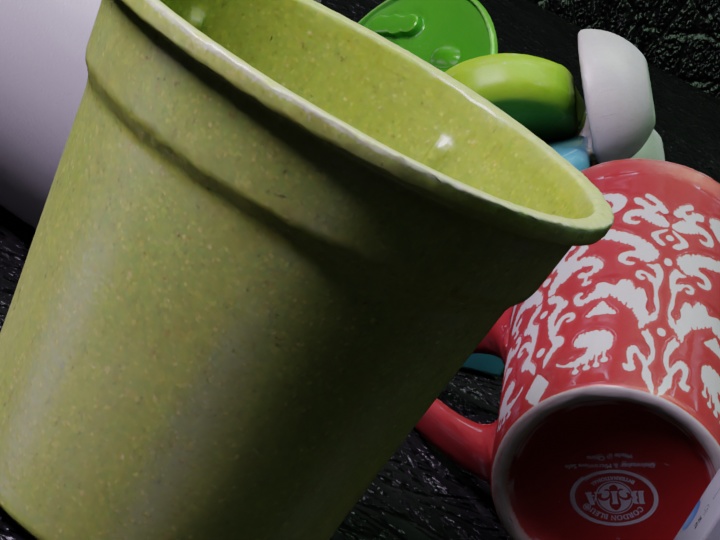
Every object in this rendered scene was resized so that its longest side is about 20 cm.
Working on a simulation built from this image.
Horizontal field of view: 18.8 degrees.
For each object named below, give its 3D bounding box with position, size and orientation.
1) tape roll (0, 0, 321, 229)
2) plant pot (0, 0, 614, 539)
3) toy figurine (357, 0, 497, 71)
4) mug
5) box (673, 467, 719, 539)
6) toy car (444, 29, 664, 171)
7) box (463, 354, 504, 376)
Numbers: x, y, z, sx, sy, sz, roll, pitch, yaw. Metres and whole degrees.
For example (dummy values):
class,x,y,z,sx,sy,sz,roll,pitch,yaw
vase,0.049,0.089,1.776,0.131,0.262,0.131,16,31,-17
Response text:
class,x,y,z,sx,sy,sz,roll,pitch,yaw
tape roll,-0.123,-0.121,1.025,0.139,0.203,0.203,33,14,12
plant pot,-0.041,0.011,0.761,0.199,0.185,0.200,27,13,-7
toy figurine,0.061,-0.092,1.536,0.199,0.151,0.184,9,-18,42
mug,0.111,0.062,1.034,0.134,0.177,0.200,48,26,-15
box,0.189,0.127,0.787,0.155,0.201,0.041,29,14,0
toy car,0.097,-0.044,1.313,0.200,0.174,0.151,66,20,-58
box,0.000,0.000,1.167,0.199,0.049,0.082,16,20,-44
